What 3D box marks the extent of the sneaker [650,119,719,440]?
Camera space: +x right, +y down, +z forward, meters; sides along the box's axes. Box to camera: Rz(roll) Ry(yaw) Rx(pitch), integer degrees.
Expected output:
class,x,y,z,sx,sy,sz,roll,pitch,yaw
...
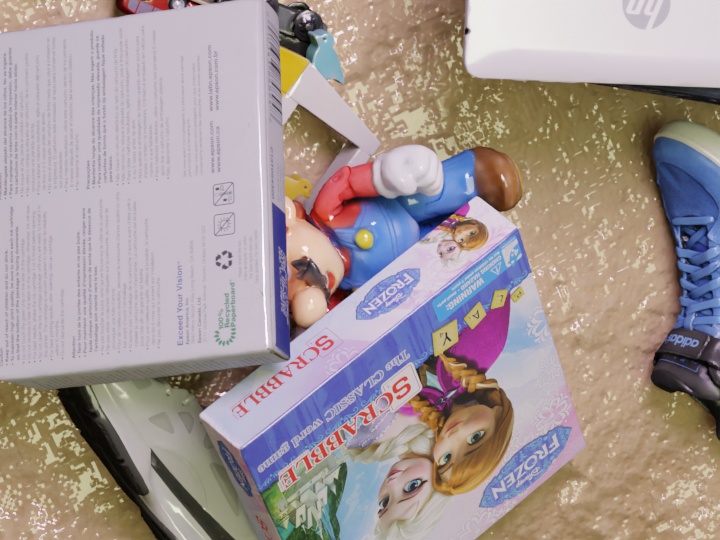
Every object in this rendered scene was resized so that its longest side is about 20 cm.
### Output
class,x,y,z,sx,sy,sz,roll,pitch,yaw
sneaker,0.210,0.016,1.645,0.111,0.077,0.200,-41,112,-19

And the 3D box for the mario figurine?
class,x,y,z,sx,sy,sz,roll,pitch,yaw
mario figurine,0.000,0.000,1.533,0.200,0.106,0.124,-16,95,-21

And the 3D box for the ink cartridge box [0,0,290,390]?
class,x,y,z,sx,sy,sz,roll,pitch,yaw
ink cartridge box,-0.138,-0.038,1.493,0.200,0.043,0.197,-6,74,16

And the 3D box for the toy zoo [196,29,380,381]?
class,x,y,z,sx,sy,sz,roll,pitch,yaw
toy zoo,-0.078,-0.053,1.559,0.131,0.020,0.200,35,91,-25

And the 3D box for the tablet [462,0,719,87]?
class,x,y,z,sx,sy,sz,roll,pitch,yaw
tablet,0.152,-0.164,1.487,0.200,0.014,0.130,1,96,-16

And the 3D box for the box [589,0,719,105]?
class,x,y,z,sx,sy,sz,roll,pitch,yaw
box,0.203,-0.149,1.589,0.200,0.148,0.107,8,94,-18

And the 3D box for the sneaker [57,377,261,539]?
class,x,y,z,sx,sy,sz,roll,pitch,yaw
sneaker,-0.089,0.083,1.565,0.115,0.076,0.201,-38,114,-13

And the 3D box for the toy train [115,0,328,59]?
class,x,y,z,sx,sy,sz,roll,pitch,yaw
toy train,-0.113,-0.158,1.551,0.200,0.034,0.046,21,100,-19

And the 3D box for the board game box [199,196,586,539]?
class,x,y,z,sx,sy,sz,roll,pitch,yaw
board game box,0.024,0.090,1.553,0.200,0.041,0.200,-38,139,-15
